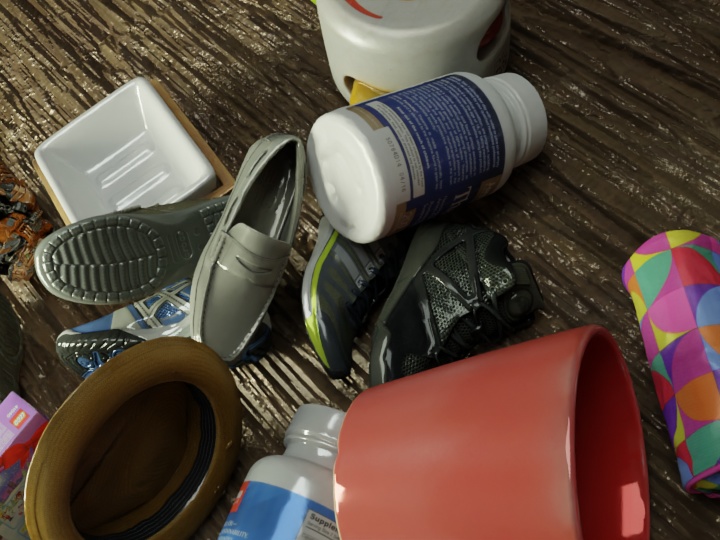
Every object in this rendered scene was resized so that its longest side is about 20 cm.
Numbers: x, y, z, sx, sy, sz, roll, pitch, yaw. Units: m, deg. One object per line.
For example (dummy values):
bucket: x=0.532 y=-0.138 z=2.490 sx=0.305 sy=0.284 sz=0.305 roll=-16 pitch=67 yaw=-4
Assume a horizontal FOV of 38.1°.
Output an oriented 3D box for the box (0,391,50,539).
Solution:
box: x=-0.297 y=0.213 z=0.832 sx=0.039 sy=0.137 sz=0.201 roll=26 pitch=69 yaw=32

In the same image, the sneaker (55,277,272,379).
sneaker: x=-0.175 y=0.053 z=0.940 sx=0.197 sy=0.076 sz=0.078 roll=-8 pitch=48 yaw=4

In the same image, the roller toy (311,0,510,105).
roller toy: x=0.054 y=-0.236 z=0.997 sx=0.180 sy=0.140 sz=0.201 roll=-20 pitch=58 yaw=-4

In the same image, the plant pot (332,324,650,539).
plant pot: x=0.089 y=0.145 z=0.711 sx=0.175 sy=0.201 sz=0.202 roll=-7 pitch=55 yaw=28

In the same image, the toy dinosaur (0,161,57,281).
toy dinosaur: x=-0.381 y=-0.055 z=1.075 sx=0.200 sy=0.134 sz=0.103 roll=34 pitch=113 yaw=62

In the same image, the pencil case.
pencil case: x=0.251 y=0.067 z=0.761 sx=0.087 sy=0.089 sz=0.202 roll=-14 pitch=52 yaw=11

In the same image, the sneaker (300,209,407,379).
sneaker: x=0.000 y=0.000 z=0.905 sx=0.080 sy=0.074 sz=0.202 roll=0 pitch=59 yaw=16

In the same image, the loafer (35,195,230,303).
loafer: x=-0.182 y=-0.019 z=0.910 sx=0.198 sy=0.076 sz=0.070 roll=-11 pitch=8 yaw=-23

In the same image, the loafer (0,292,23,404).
loafer: x=-0.360 y=0.092 z=0.974 sx=0.069 sy=0.075 sz=0.201 roll=-19 pitch=53 yaw=2

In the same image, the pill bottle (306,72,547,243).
pill bottle: x=0.062 y=-0.105 z=0.892 sx=0.199 sy=0.112 sz=0.111 roll=-23 pitch=47 yaw=-30

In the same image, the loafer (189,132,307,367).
loafer: x=-0.092 y=-0.019 z=0.860 sx=0.069 sy=0.070 sz=0.202 roll=17 pitch=80 yaw=-18

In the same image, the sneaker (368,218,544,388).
sneaker: x=0.078 y=0.046 z=0.840 sx=0.113 sy=0.077 sz=0.201 roll=4 pitch=54 yaw=30

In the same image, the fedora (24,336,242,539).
fedora: x=-0.186 y=0.139 z=0.818 sx=0.081 sy=0.201 sz=0.201 roll=17 pitch=64 yaw=42

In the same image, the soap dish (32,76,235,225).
soap dish: x=-0.222 y=-0.086 z=1.037 sx=0.157 sy=0.081 sz=0.200 roll=-36 pitch=53 yaw=-5

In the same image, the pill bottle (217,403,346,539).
pill bottle: x=-0.049 y=0.206 z=0.760 sx=0.111 sy=0.113 sz=0.202 roll=11 pitch=61 yaw=26
